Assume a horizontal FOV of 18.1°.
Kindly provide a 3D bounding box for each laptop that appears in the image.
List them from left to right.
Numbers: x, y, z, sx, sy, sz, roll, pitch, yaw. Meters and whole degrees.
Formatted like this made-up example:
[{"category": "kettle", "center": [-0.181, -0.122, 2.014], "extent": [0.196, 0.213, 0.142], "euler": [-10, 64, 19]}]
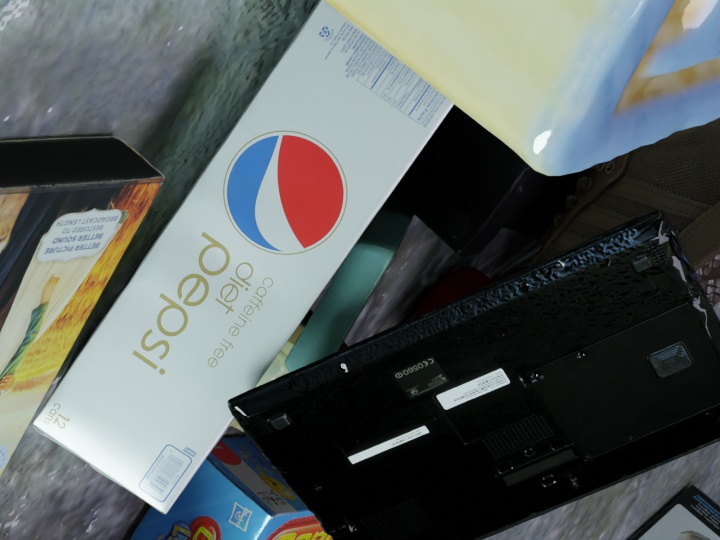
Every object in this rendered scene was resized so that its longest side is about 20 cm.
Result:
[{"category": "laptop", "center": [0.063, 0.043, 0.910], "extent": [0.177, 0.104, 0.200], "euler": [-25, 134, 11]}]

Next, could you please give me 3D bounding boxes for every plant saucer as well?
[{"category": "plant saucer", "center": [0.000, 0.000, 0.955], "extent": [0.070, 0.019, 0.200], "euler": [-59, 179, 12]}]

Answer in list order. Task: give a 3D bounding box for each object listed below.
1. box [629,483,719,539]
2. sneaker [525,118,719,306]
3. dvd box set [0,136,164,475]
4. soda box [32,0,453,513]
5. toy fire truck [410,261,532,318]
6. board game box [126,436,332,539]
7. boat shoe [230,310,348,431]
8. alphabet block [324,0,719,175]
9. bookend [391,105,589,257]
[{"category": "box", "center": [0.233, 0.284, 1.935], "extent": [0.200, 0.060, 0.117], "euler": [-36, 154, -32]}, {"category": "sneaker", "center": [0.118, -0.021, 0.922], "extent": [0.200, 0.076, 0.070], "euler": [-35, 155, 34]}, {"category": "dvd box set", "center": [-0.161, 0.044, 0.789], "extent": [0.200, 0.029, 0.146], "euler": [-59, 157, 20]}, {"category": "soda box", "center": [-0.042, -0.010, 0.864], "extent": [0.200, 0.064, 0.068], "euler": [-54, -174, 11]}, {"category": "toy fire truck", "center": [0.122, 0.011, 1.194], "extent": [0.168, 0.112, 0.200], "euler": [-60, 158, 14]}, {"category": "board game box", "center": [-0.069, 0.175, 1.155], "extent": [0.196, 0.056, 0.200], "euler": [-56, 158, 15]}, {"category": "boat shoe", "center": [-0.024, 0.062, 1.050], "extent": [0.063, 0.073, 0.200], "euler": [-43, 148, 0]}, {"category": "alphabet block", "center": [0.067, -0.172, 0.654], "extent": [0.196, 0.200, 0.196], "euler": [-19, 144, -53]}, {"category": "bookend", "center": [0.120, -0.096, 0.988], "extent": [0.199, 0.092, 0.200], "euler": [-54, 150, 13]}]
